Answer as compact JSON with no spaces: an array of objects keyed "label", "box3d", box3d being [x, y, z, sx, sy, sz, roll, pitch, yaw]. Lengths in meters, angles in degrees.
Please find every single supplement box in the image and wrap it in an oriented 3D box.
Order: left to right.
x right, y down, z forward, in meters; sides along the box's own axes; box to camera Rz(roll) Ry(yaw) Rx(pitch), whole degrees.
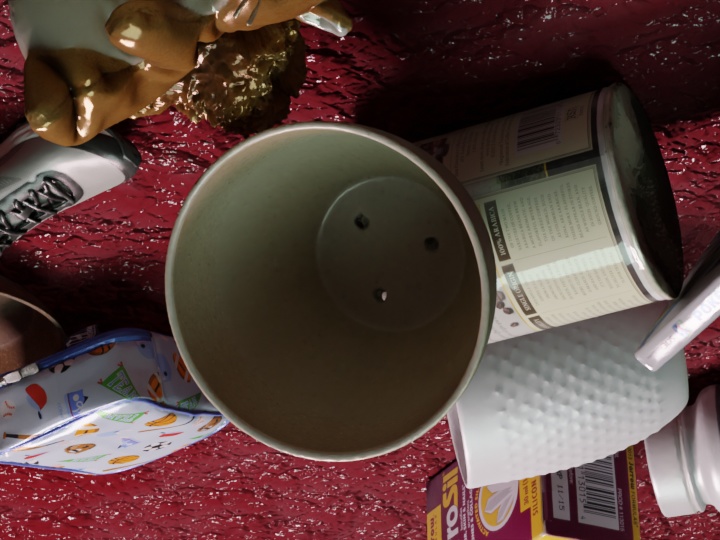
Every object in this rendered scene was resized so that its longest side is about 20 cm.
[{"label":"supplement box","box3d":[0.148,0.214,1.922,0.103,0.131,0.200,13,147,-24]}]

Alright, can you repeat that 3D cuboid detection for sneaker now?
[{"label":"sneaker","box3d":[-0.234,-0.045,1.460,0.200,0.080,0.074,-16,147,20]}]

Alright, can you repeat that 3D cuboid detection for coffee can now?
[{"label":"coffee can","box3d":[0.096,-0.028,1.450,0.199,0.147,0.146,-15,150,21]}]

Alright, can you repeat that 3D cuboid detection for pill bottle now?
[{"label":"pill bottle","box3d":[0.343,0.143,1.824,0.199,0.113,0.113,-12,150,15]}]

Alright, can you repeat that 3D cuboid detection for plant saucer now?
[{"label":"plant saucer","box3d":[-0.321,0.042,1.656,0.200,0.037,0.201,-2,151,-1]}]

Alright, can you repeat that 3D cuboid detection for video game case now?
[{"label":"video game case","box3d":[0.269,-0.041,1.419,0.022,0.200,0.182,39,144,0]}]

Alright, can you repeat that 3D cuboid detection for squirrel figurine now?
[{"label":"squirrel figurine","box3d":[-0.095,-0.153,1.252,0.186,0.142,0.200,-20,163,9]}]

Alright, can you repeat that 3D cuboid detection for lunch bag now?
[{"label":"lunch bag","box3d":[-0.201,0.105,1.694,0.160,0.076,0.200,-22,162,18]}]

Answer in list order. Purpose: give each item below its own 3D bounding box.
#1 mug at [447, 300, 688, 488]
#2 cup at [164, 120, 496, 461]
[{"label":"mug","box3d":[0.148,0.054,1.634,0.175,0.148,0.201,-11,121,-2]},{"label":"cup","box3d":[0.000,0.000,1.333,0.200,0.201,0.143,-15,-174,21]}]
